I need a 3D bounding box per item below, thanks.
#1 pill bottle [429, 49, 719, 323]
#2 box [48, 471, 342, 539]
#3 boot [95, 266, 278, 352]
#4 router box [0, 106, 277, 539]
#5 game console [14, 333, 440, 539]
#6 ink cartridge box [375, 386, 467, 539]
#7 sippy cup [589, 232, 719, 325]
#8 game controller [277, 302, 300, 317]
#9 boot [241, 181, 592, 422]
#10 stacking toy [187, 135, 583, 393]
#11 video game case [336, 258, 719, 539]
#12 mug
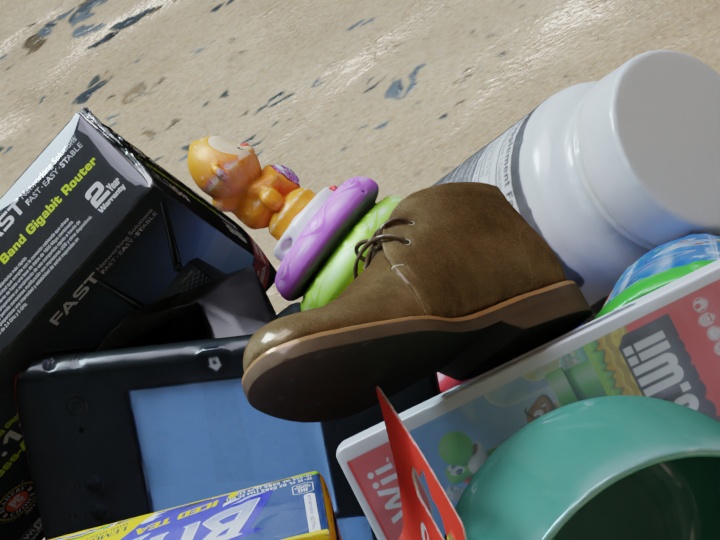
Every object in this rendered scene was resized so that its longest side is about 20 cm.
[{"bbox_3d":[0.106,-0.025,1.469,0.200,0.113,0.113,-35,13,49],"label":"pill bottle"},{"bbox_3d":[-0.101,0.142,1.151,0.199,0.065,0.070,-14,17,0],"label":"box"},{"bbox_3d":[-0.096,0.101,1.425,0.165,0.200,0.066,-37,63,-14],"label":"boot"},{"bbox_3d":[-0.148,0.035,1.403,0.200,0.150,0.062,-48,62,3],"label":"router box"},{"bbox_3d":[-0.049,0.116,1.332,0.199,0.178,0.031,-7,19,15],"label":"game console"},{"bbox_3d":[0.017,0.167,1.154,0.047,0.201,0.160,-11,19,-8],"label":"ink cartridge box"},{"bbox_3d":[0.159,0.046,1.333,0.177,0.140,0.130,3,18,4],"label":"sippy cup"},{"bbox_3d":[-0.090,0.089,1.588,0.200,0.042,0.104,-43,6,-41],"label":"game controller"},{"bbox_3d":[0.012,0.012,1.229,0.074,0.076,0.200,-36,-15,38],"label":"boot"},{"bbox_3d":[0.000,0.000,1.375,0.110,0.200,0.116,-52,-4,12],"label":"stacking toy"},{"bbox_3d":[0.108,0.097,1.263,0.199,0.143,0.017,-26,6,11],"label":"video game case"},{"bbox_3d":[0.095,0.137,1.184,0.185,0.152,0.114,-34,21,-7],"label":"mug"}]
